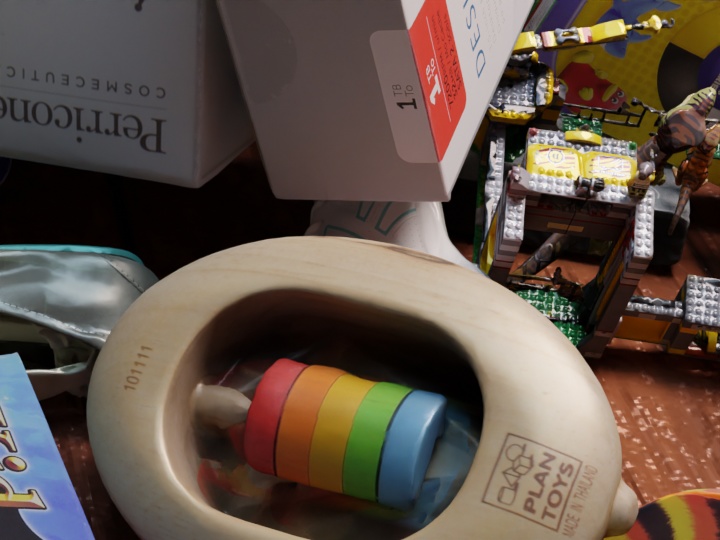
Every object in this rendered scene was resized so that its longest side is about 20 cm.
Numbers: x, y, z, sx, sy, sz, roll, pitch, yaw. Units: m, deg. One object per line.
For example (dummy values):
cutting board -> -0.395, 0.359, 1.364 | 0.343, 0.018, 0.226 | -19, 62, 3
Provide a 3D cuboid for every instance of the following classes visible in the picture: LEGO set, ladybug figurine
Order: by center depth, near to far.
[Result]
ladybug figurine -> 0.002, 0.062, 0.733 | 0.199, 0.072, 0.137 | 17, 74, 24
LEGO set -> 0.125, -0.039, 0.854 | 0.198, 0.116, 0.155 | 15, 64, 1

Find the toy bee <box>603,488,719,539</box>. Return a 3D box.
toy bee -> 0.175, 0.098, 0.703 | 0.198, 0.110, 0.131 | 13, -1, -3

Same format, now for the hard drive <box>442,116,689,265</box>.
hard drive -> 0.088, -0.075, 1.017 | 0.138, 0.033, 0.200 | 10, 34, 3

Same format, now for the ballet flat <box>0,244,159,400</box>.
ballet flat -> -0.174, 0.018, 0.805 | 0.198, 0.068, 0.064 | 5, 64, 1

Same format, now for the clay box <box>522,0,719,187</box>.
clay box -> 0.175, -0.095, 0.940 | 0.199, 0.115, 0.048 | 23, 34, -13

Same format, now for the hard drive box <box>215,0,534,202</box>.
hard drive box -> 0.012, -0.148, 0.830 | 0.076, 0.157, 0.201 | 2, 41, 22

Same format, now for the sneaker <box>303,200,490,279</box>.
sneaker -> 0.000, 0.000, 0.856 | 0.080, 0.071, 0.201 | -13, 35, -9

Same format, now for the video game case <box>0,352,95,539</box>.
video game case -> -0.162, 0.109, 0.617 | 0.180, 0.046, 0.200 | -6, 38, -23

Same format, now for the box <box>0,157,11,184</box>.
box -> -0.252, -0.052, 0.912 | 0.199, 0.042, 0.119 | -18, 41, -30

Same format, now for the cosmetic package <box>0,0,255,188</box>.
cosmetic package -> -0.108, -0.161, 0.876 | 0.164, 0.202, 0.165 | 9, 22, 16
